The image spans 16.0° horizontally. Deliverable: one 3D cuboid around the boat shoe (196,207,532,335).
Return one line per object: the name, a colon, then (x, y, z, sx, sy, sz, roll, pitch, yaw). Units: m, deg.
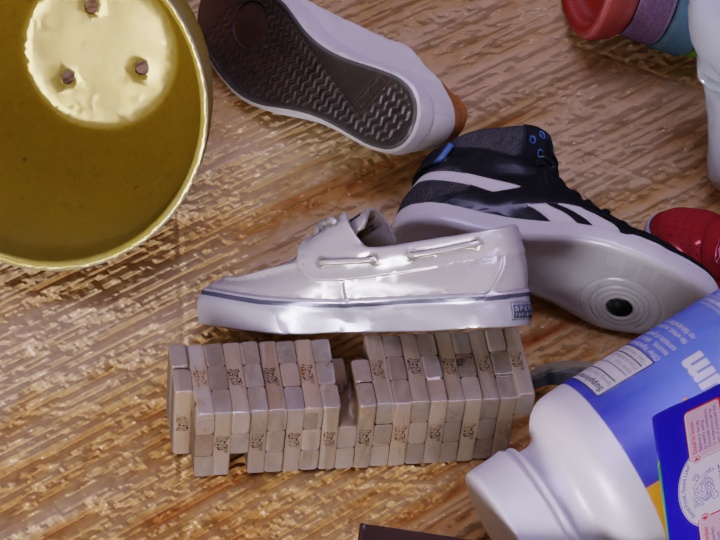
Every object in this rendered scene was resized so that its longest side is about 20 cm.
boat shoe: (0.000, 0.000, 1.448, 0.199, 0.070, 0.071, -2, 0, 25)

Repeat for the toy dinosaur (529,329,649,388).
toy dinosaur: (0.186, 0.069, 1.474, 0.199, 0.048, 0.088, 20, 53, 15)

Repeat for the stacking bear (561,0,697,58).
stacking bear: (0.247, -0.192, 1.695, 0.199, 0.122, 0.114, 7, 43, -12)

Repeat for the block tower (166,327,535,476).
block tower: (-0.007, 0.074, 1.432, 0.199, 0.058, 0.054, -3, 47, -9)

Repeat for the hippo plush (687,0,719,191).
hippo plush: (0.285, -0.134, 1.552, 0.159, 0.201, 0.161, -29, 18, -16)

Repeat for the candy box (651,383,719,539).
candy box: (0.231, 0.173, 1.276, 0.077, 0.200, 0.170, -27, 39, 24)

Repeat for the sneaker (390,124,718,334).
sneaker: (0.126, -0.036, 1.543, 0.199, 0.073, 0.112, 14, 47, 7)

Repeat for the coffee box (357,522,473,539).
coffee box: (0.087, 0.208, 1.297, 0.199, 0.080, 0.115, 9, 45, 0)

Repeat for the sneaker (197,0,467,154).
sneaker: (-0.018, -0.125, 1.627, 0.200, 0.073, 0.085, 34, 20, 30)

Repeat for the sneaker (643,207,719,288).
sneaker: (0.267, -0.014, 1.516, 0.199, 0.113, 0.071, 25, 47, 15)

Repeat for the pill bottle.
pill bottle: (0.161, 0.094, 1.376, 0.199, 0.112, 0.112, -31, 55, -10)

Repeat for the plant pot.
plant pot: (-0.172, -0.116, 1.517, 0.199, 0.201, 0.142, 14, 19, 5)
